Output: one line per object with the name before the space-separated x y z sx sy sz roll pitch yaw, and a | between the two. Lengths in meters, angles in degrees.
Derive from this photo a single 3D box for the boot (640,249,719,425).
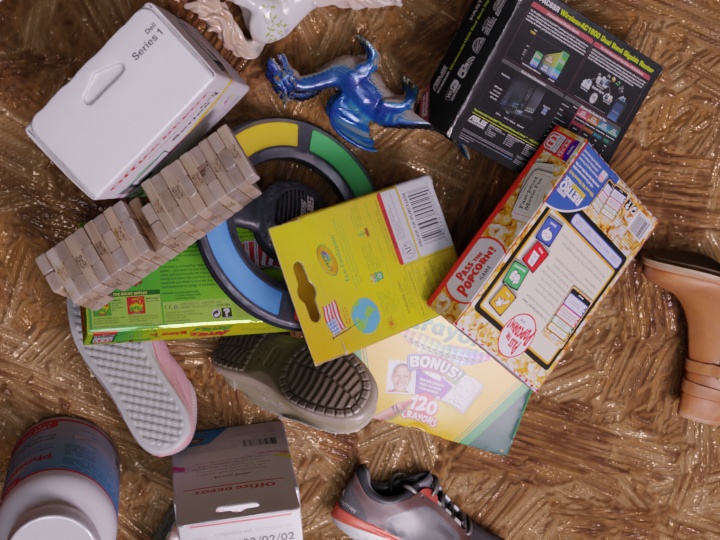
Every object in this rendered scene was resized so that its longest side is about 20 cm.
boot | 0.346 0.073 1.424 0.197 0.074 0.156 19 106 -11

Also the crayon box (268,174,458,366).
crayon box | 0.000 0.000 1.272 0.198 0.051 0.129 -19 90 -41

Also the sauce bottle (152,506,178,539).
sauce bottle | -0.112 0.301 1.423 0.198 0.065 0.065 29 100 -17

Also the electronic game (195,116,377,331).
electronic game | -0.061 -0.044 1.296 0.198 0.042 0.203 11 68 -28

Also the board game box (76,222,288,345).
board game box | -0.157 0.008 1.302 0.197 0.048 0.103 -3 74 -18

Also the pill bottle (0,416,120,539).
pill bottle | -0.275 0.218 1.302 0.107 0.200 0.110 -2 106 -8

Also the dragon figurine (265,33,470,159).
dragon figurine | 0.003 -0.148 1.315 0.199 0.059 0.100 40 97 -16

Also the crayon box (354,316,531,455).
crayon box | 0.069 0.092 1.393 0.197 0.058 0.120 17 103 -13

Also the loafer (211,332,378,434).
loafer | -0.053 0.105 1.329 0.076 0.199 0.069 -52 135 -19

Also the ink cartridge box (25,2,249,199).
ink cartridge box | -0.182 -0.138 1.210 0.145 0.200 0.084 -44 91 5

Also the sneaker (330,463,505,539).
sneaker | 0.073 0.248 1.431 0.197 0.077 0.083 19 96 -14

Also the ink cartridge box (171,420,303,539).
ink cartridge box | -0.115 0.214 1.325 0.113 0.200 0.069 -7 107 -6

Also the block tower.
block tower | -0.176 -0.041 1.218 0.199 0.058 0.054 -35 76 5

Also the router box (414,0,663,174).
router box | 0.163 -0.165 1.295 0.199 0.062 0.151 22 102 -39

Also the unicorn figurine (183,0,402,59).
unicorn figurine | -0.049 -0.262 1.276 0.198 0.074 0.138 -30 118 16

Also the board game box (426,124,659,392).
board game box | 0.170 -0.008 1.305 0.201 0.046 0.151 -53 133 -2

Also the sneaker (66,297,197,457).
sneaker | -0.213 0.087 1.349 0.075 0.105 0.202 -27 78 -3
